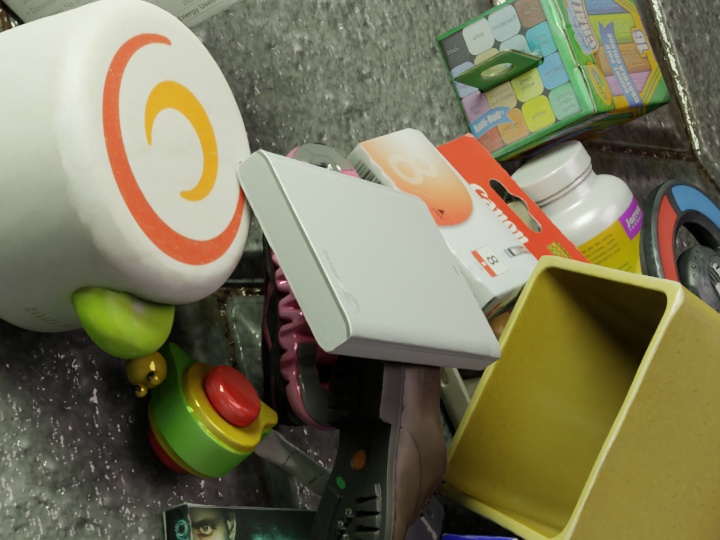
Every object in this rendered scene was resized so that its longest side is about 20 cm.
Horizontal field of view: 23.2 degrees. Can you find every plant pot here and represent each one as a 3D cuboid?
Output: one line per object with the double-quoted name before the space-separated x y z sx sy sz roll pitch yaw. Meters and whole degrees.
"plant pot" 0.210 0.125 1.256 0.200 0.194 0.196 27 86 -24

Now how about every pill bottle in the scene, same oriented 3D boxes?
"pill bottle" 0.209 -0.011 1.523 0.200 0.104 0.104 56 37 -15

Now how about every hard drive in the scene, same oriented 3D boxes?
"hard drive" 0.010 -0.002 1.108 0.200 0.026 0.132 12 47 -60

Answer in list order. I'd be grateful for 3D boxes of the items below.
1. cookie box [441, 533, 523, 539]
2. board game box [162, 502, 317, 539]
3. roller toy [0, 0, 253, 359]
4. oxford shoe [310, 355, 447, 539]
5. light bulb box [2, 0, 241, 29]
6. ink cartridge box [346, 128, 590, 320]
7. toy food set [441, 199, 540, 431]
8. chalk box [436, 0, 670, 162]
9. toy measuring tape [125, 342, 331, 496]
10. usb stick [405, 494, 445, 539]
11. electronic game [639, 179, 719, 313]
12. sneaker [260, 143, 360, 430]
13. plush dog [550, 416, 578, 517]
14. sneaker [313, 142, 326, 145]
"cookie box" 0.130 0.291 1.246 0.200 0.075 0.172 25 71 -42
"board game box" -0.042 0.222 1.137 0.200 0.028 0.136 12 63 -50
"roller toy" -0.163 -0.060 1.036 0.183 0.139 0.200 61 32 -27
"oxford shoe" 0.021 0.143 1.119 0.084 0.073 0.201 14 83 -39
"light bulb box" -0.155 -0.255 1.099 0.200 0.198 0.125 46 39 -29
"ink cartridge box" 0.095 -0.047 1.383 0.162 0.050 0.200 48 39 15
"toy food set" 0.109 0.036 1.405 0.200 0.060 0.144 -30 96 -55
"chalk box" 0.160 -0.173 1.531 0.200 0.124 0.124 -15 84 -53
"toy measuring tape" -0.071 0.116 1.110 0.200 0.073 0.074 40 43 -25
"usb stick" 0.018 0.222 1.164 0.055 0.033 0.200 47 39 -26
"electronic game" 0.299 0.017 1.500 0.200 0.042 0.201 32 47 -41
"sneaker" -0.042 0.014 1.195 0.079 0.095 0.201 7 73 -25
"plush dog" 0.193 0.167 1.404 0.172 0.160 0.201 -27 98 -35
"sneaker" 0.000 0.000 1.265 0.074 0.081 0.201 -6 76 -54
